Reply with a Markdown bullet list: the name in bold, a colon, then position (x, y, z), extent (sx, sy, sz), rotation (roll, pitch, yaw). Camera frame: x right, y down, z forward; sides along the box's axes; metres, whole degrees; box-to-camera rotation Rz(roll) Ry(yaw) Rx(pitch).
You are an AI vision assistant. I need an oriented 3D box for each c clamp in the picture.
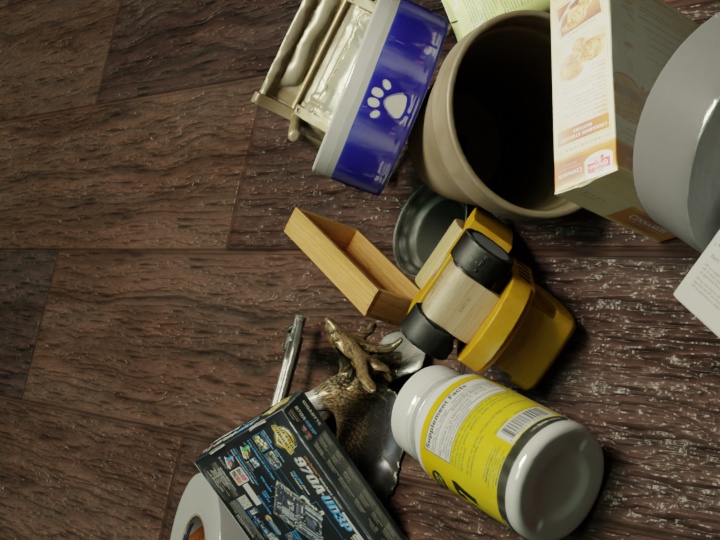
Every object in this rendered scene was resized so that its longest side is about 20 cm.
- **c clamp**: position (-0.090, 0.140, 1.498), extent (0.171, 0.027, 0.202), rotation (123, 163, -70)

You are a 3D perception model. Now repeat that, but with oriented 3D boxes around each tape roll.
- **tape roll**: position (0.314, -0.107, 1.031), extent (0.066, 0.199, 0.202), rotation (43, 108, 48)
- **tape roll**: position (-0.166, 0.338, 1.499), extent (0.200, 0.065, 0.203), rotation (-168, 90, -68)

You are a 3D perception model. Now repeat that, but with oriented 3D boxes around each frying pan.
- **frying pan**: position (0.085, -0.082, 1.442), extent (0.114, 0.031, 0.193), rotation (-11, 63, 47)

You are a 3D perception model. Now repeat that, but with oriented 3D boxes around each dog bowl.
- **dog bowl**: position (0.021, -0.184, 1.356), extent (0.200, 0.078, 0.202), rotation (-158, 90, -87)

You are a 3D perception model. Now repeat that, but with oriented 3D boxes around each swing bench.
- **swing bench**: position (-0.015, -0.245, 1.553), extent (0.201, 0.129, 0.200), rotation (-62, 26, 11)

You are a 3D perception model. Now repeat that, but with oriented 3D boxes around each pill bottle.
- **pill bottle**: position (0.124, 0.166, 1.227), extent (0.199, 0.113, 0.116), rotation (25, 94, 52)

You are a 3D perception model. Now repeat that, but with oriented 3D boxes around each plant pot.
- **plant pot**: position (0.134, -0.141, 1.303), extent (0.173, 0.198, 0.203), rotation (-12, 65, 64)

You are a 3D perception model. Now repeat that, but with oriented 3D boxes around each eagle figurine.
- **eagle figurine**: position (-0.016, 0.153, 1.416), extent (0.152, 0.149, 0.202), rotation (-58, -23, -53)

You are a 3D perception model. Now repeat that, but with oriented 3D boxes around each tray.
- **tray**: position (0.000, 0.000, 1.456), extent (0.037, 0.098, 0.200), rotation (-60, 40, 14)

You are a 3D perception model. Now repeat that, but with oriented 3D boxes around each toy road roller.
- **toy road roller**: position (0.131, 0.036, 1.292), extent (0.124, 0.145, 0.200), rotation (-55, 4, 15)

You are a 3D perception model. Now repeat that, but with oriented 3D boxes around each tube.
- **tube**: position (0.184, -0.285, 1.315), extent (0.198, 0.052, 0.058), rotation (-21, 14, 3)

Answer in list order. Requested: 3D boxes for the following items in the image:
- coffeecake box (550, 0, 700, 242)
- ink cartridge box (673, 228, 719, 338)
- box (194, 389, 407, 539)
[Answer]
- **coffeecake box**: position (0.248, -0.148, 1.176), extent (0.073, 0.152, 0.203), rotation (-20, 60, 44)
- **ink cartridge box**: position (0.373, -0.006, 0.972), extent (0.201, 0.145, 0.147), rotation (-57, 40, 16)
- **box**: position (-0.065, 0.245, 1.377), extent (0.158, 0.046, 0.201), rotation (-33, 94, 39)
